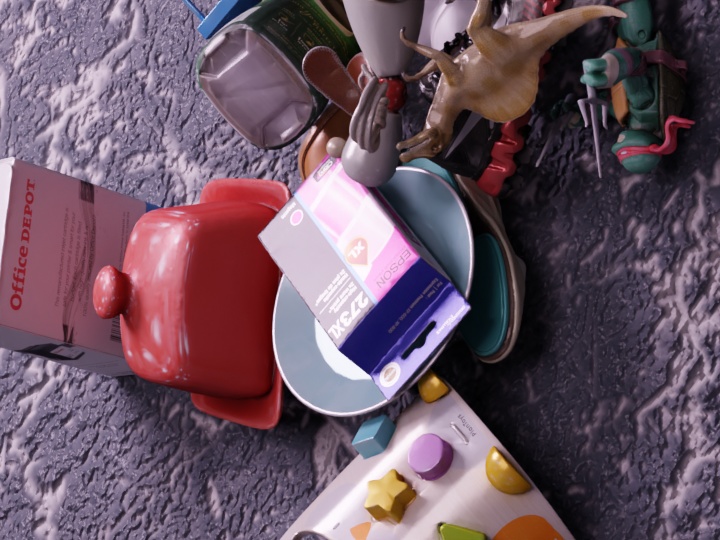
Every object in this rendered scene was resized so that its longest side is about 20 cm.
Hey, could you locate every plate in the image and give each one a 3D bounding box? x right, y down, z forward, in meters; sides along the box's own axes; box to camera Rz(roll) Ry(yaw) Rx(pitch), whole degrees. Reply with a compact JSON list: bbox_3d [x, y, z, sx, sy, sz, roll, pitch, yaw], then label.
[{"bbox_3d":[0.014,0.018,1.675,0.199,0.025,0.202,-21,56,35],"label":"plate"}]

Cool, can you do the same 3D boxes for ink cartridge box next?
[{"bbox_3d":[-0.258,0.001,1.922,0.083,0.199,0.147,-8,71,42],"label":"ink cartridge box"},{"bbox_3d":[0.000,0.000,1.654,0.095,0.037,0.200,-48,46,11],"label":"ink cartridge box"}]

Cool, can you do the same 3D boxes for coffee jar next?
[{"bbox_3d":[-0.052,-0.181,1.784,0.085,0.200,0.104,-38,98,31],"label":"coffee jar"}]

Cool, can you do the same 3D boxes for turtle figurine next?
[{"bbox_3d":[0.188,-0.143,1.611,0.150,0.100,0.202,123,153,-69],"label":"turtle figurine"}]

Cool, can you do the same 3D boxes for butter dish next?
[{"bbox_3d":[-0.147,0.022,1.809,0.199,0.147,0.202,6,92,63],"label":"butter dish"}]

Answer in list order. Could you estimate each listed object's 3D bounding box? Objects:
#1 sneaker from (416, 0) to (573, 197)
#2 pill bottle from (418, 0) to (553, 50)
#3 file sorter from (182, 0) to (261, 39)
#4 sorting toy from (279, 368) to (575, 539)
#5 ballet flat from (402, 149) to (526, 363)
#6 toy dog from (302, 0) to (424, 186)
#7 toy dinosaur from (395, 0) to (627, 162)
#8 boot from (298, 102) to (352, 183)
[{"bbox_3d":[0.095,-0.156,1.624,0.071,0.097,0.202,-84,10,-68],"label":"sneaker"},{"bbox_3d":[0.072,-0.240,1.741,0.114,0.114,0.201,-45,50,24],"label":"pill bottle"},{"bbox_3d":[-0.080,-0.316,1.856,0.123,0.139,0.200,47,118,6],"label":"file sorter"},{"bbox_3d":[0.031,0.184,1.609,0.180,0.107,0.200,-39,48,-4],"label":"sorting toy"},{"bbox_3d":[0.093,-0.019,1.686,0.069,0.069,0.201,-34,60,31],"label":"ballet flat"},{"bbox_3d":[-0.004,-0.174,1.644,0.095,0.132,0.202,13,80,16],"label":"toy dog"},{"bbox_3d":[0.096,-0.159,1.568,0.199,0.058,0.101,-36,89,25],"label":"toy dinosaur"},{"bbox_3d":[0.001,-0.030,1.762,0.155,0.076,0.201,45,114,48],"label":"boot"}]
